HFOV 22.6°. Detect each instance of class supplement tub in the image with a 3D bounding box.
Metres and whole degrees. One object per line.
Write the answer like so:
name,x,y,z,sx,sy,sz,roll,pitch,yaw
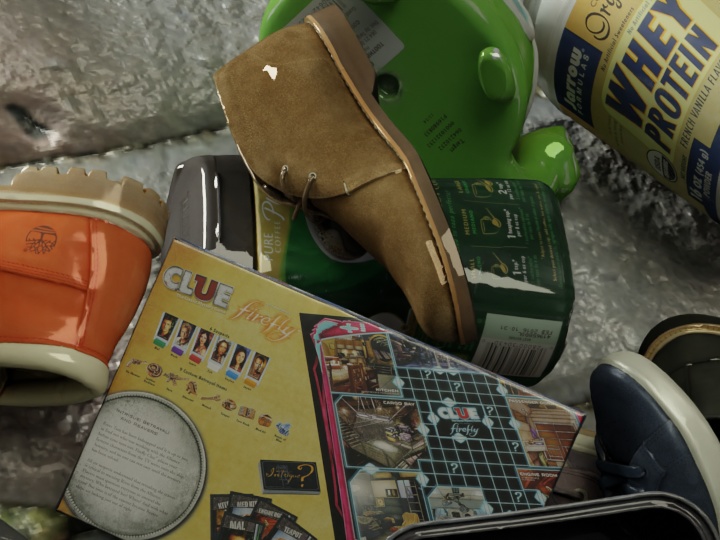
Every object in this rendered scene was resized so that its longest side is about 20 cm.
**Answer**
supplement tub,0.187,-0.123,1.001,0.144,0.144,0.200,-27,52,-32

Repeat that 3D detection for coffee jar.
coffee jar,0.000,0.000,0.899,0.200,0.085,0.104,5,51,-13

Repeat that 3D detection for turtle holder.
turtle holder,0.042,-0.113,0.968,0.185,0.141,0.132,19,34,4

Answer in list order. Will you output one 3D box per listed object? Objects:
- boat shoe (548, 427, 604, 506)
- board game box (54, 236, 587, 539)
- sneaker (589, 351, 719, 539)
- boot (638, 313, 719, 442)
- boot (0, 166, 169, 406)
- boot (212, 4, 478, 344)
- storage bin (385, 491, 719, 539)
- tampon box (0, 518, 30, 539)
boat shoe,0.080,0.105,0.855,0.200,0.072,0.065,21,69,-6
board game box,-0.017,0.085,0.805,0.200,0.035,0.136,24,89,5
sneaker,0.123,0.138,0.789,0.084,0.075,0.200,-19,94,-17
boot,0.239,0.084,0.873,0.200,0.078,0.138,5,16,2
boot,-0.193,0.011,0.821,0.200,0.075,0.107,1,65,19
boot,-0.007,-0.036,0.836,0.075,0.074,0.200,-22,55,-10
storage bin,0.078,0.193,0.701,0.135,0.094,0.200,-7,81,-2
tampon box,-0.124,0.209,0.622,0.150,0.200,0.126,32,51,11
